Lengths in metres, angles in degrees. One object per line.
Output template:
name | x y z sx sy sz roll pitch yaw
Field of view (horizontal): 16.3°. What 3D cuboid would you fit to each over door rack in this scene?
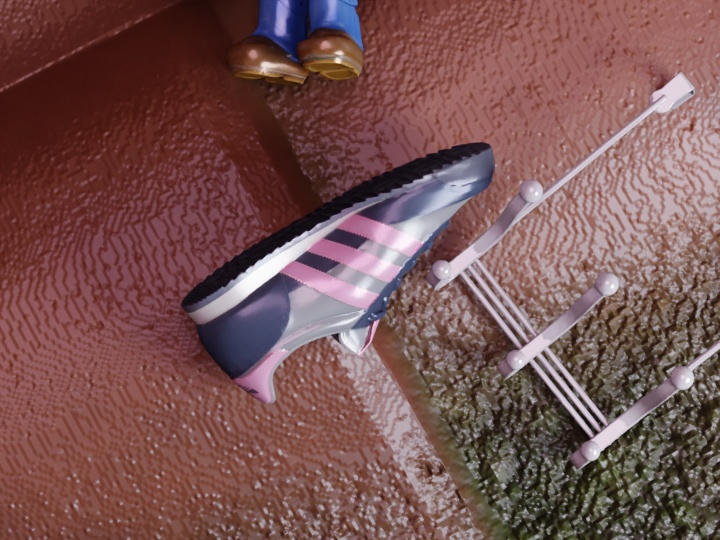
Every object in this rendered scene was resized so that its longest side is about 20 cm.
over door rack | 0.158 -0.005 1.433 0.200 0.067 0.148 -38 84 -8

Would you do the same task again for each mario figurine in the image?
mario figurine | -0.046 -0.213 1.443 0.123 0.106 0.201 0 82 0

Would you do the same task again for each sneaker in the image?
sneaker | 0.000 0.000 1.435 0.200 0.070 0.082 -30 101 -5
